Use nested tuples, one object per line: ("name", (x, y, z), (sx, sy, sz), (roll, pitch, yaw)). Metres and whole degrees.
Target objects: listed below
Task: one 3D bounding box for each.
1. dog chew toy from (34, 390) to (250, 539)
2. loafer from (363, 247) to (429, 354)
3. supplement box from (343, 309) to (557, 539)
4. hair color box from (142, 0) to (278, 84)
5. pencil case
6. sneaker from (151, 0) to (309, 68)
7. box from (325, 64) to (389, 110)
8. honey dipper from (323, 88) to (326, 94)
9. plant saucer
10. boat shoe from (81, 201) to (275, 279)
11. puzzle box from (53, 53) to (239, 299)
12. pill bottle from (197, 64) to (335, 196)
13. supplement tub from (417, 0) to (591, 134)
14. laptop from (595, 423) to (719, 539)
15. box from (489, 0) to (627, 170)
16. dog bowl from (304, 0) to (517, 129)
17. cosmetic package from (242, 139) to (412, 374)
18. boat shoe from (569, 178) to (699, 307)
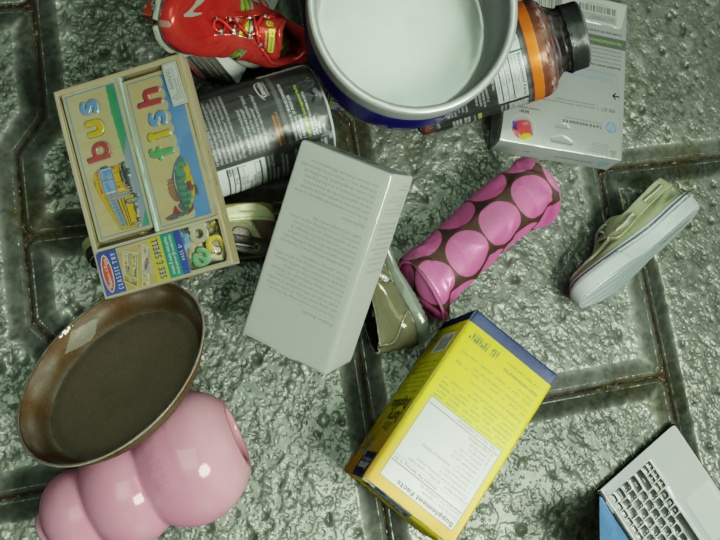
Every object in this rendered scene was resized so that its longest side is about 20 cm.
("dog chew toy", (-0.205, 0.196, 0.711), (0.197, 0.125, 0.126), (-24, 85, -7))
("loafer", (0.000, 0.000, 0.806), (0.069, 0.075, 0.202), (-29, 87, -19))
("supplement box", (0.089, 0.157, 0.779), (0.108, 0.110, 0.201), (38, 75, -2))
("hair color box", (-0.138, -0.317, 0.812), (0.063, 0.111, 0.203), (14, 73, 27))
("pencil case", (0.132, -0.033, 0.835), (0.199, 0.094, 0.091), (-38, 44, -15))
("sneaker", (-0.115, -0.237, 0.738), (0.084, 0.199, 0.078), (16, 106, 28))
("box", (-0.017, -0.279, 0.824), (0.063, 0.070, 0.203), (-6, 72, -8))
("honey dipper", (0.013, -0.256, 0.878), (0.038, 0.038, 0.200), (46, 71, 0))
("plant saucer", (-0.227, 0.098, 0.712), (0.200, 0.199, 0.032), (-42, 134, -14))
("boat shoe", (-0.179, -0.024, 0.776), (0.197, 0.073, 0.066), (-12, 77, -13))
("puzzle box", (-0.202, -0.087, 0.718), (0.131, 0.025, 0.203), (-15, 91, 6))
("pill bottle", (-0.133, -0.135, 0.787), (0.197, 0.106, 0.108), (-19, 84, -14))
("supplement tub", (0.144, -0.226, 0.830), (0.197, 0.107, 0.109), (-16, 83, 8))
("laptop", (0.345, 0.300, 0.801), (0.199, 0.116, 0.189), (-34, 88, -15))
("box", (0.239, -0.233, 0.914), (0.153, 0.041, 0.204), (7, 78, -9))
("dog bowl", (0.044, -0.241, 0.728), (0.196, 0.079, 0.204), (0, 88, -8))
("cosmetic package", (-0.032, -0.014, 0.751), (0.100, 0.071, 0.203), (23, 102, 18))
("boat shoe", (0.306, -0.033, 0.886), (0.199, 0.072, 0.062), (-35, 64, -18))
